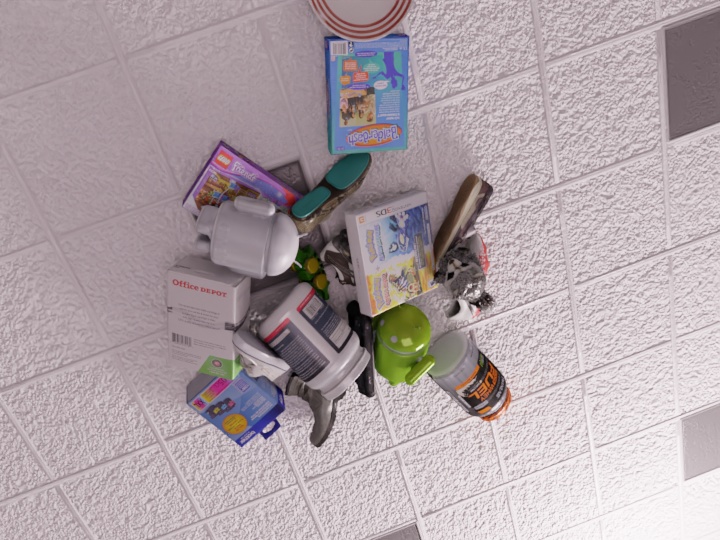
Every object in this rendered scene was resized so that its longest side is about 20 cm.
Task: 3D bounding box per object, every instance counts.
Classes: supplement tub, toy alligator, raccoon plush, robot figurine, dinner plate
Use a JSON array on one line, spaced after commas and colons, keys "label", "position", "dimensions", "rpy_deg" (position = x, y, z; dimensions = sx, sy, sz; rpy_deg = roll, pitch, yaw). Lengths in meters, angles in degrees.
[{"label": "supplement tub", "position": [0.245, 0.241, 1.476], "dimensions": [0.122, 0.123, 0.200], "rpy_deg": [-42, 117, 9]}, {"label": "supplement tub", "position": [-0.090, 0.138, 1.295], "dimensions": [0.140, 0.141, 0.200], "rpy_deg": [-43, 96, 10]}, {"label": "toy alligator", "position": [-0.087, 0.020, 1.338], "dimensions": [0.054, 0.058, 0.203], "rpy_deg": [-48, 124, -34]}, {"label": "raccoon plush", "position": [0.232, 0.036, 1.294], "dimensions": [0.197, 0.135, 0.098], "rpy_deg": [30, 105, -24]}, {"label": "robot figurine", "position": [0.085, 0.152, 1.383], "dimensions": [0.114, 0.176, 0.203], "rpy_deg": [-24, 145, -27]}, {"label": "robot figurine", "position": [-0.195, -0.056, 1.184], "dimensions": [0.195, 0.115, 0.172], "rpy_deg": [11, 134, -3]}, {"label": "dinner plate", "position": [0.001, -0.494, 1.117], "dimensions": [0.195, 0.024, 0.206], "rpy_deg": [-2, 105, -8]}]

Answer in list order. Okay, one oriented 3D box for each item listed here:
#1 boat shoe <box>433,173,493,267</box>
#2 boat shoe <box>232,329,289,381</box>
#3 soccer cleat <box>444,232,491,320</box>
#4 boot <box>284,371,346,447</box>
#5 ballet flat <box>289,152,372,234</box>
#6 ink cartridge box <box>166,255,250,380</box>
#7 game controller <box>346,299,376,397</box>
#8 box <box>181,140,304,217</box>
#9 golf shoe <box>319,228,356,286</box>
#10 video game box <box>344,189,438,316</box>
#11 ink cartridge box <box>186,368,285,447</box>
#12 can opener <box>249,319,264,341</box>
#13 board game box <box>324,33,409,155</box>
[{"label": "boat shoe", "position": [0.206, -0.092, 1.340], "dimensions": [0.064, 0.072, 0.204], "rpy_deg": [21, 103, -16]}, {"label": "boat shoe", "position": [-0.201, 0.172, 1.282], "dimensions": [0.066, 0.072, 0.200], "rpy_deg": [-48, 158, -2]}, {"label": "soccer cleat", "position": [0.221, 0.018, 1.396], "dimensions": [0.083, 0.069, 0.204], "rpy_deg": [-9, 122, -20]}, {"label": "boot", "position": [-0.110, 0.281, 1.454], "dimensions": [0.128, 0.068, 0.204], "rpy_deg": [18, 103, -15]}, {"label": "ballet flat", "position": [-0.053, -0.144, 1.252], "dimensions": [0.200, 0.068, 0.076], "rpy_deg": [-44, 151, -15]}, {"label": "ink cartridge box", "position": [-0.292, 0.090, 1.276], "dimensions": [0.142, 0.084, 0.205], "rpy_deg": [12, 114, 11]}, {"label": "game controller", "position": [0.002, 0.165, 1.395], "dimensions": [0.041, 0.105, 0.205], "rpy_deg": [-9, 117, -12]}, {"label": "box", "position": [-0.215, -0.128, 1.244], "dimensions": [0.198, 0.039, 0.138], "rpy_deg": [33, 105, -24]}, {"label": "golf shoe", "position": [0.000, 0.000, 1.345], "dimensions": [0.093, 0.079, 0.200], "rpy_deg": [-28, 123, 28]}, {"label": "video game box", "position": [0.064, -0.037, 1.290], "dimensions": [0.179, 0.046, 0.205], "rpy_deg": [-21, 110, -30]}, {"label": "ink cartridge box", "position": [-0.253, 0.278, 1.408], "dimensions": [0.136, 0.077, 0.200], "rpy_deg": [-40, 118, 8]}, {"label": "can opener", "position": [-0.167, 0.131, 1.375], "dimensions": [0.195, 0.066, 0.054], "rpy_deg": [1, 76, -15]}, {"label": "board game box", "position": [0.012, -0.319, 1.202], "dimensions": [0.148, 0.045, 0.205], "rpy_deg": [-5, 115, -11]}]
